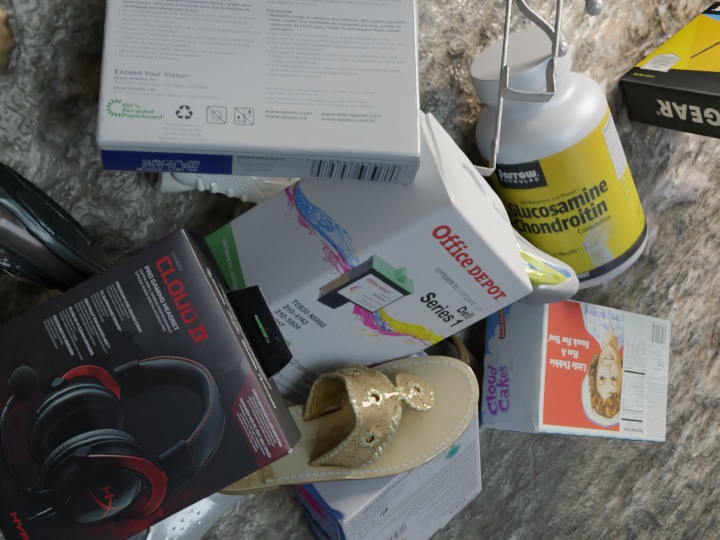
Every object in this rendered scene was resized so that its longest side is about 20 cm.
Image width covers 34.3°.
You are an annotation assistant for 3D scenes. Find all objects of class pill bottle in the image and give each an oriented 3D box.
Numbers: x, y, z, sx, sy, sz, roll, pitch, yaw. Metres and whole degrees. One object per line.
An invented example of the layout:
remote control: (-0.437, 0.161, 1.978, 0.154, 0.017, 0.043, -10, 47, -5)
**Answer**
pill bottle: (0.161, -0.092, 0.967, 0.112, 0.111, 0.202, -39, 121, -21)

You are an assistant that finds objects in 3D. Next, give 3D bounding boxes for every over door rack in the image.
over door rack: (0.131, -0.171, 0.808, 0.066, 0.148, 0.203, 21, 72, -4)

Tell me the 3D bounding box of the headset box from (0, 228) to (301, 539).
headset box: (-0.138, 0.076, 0.715, 0.198, 0.075, 0.150, -27, 89, 1)

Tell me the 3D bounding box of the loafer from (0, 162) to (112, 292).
loafer: (-0.240, -0.036, 0.724, 0.063, 0.072, 0.200, -42, 128, 6)

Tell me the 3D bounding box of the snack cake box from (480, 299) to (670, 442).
snack cake box: (0.196, 0.090, 1.042, 0.198, 0.067, 0.117, 12, 81, -43)

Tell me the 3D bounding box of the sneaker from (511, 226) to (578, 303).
sneaker: (0.089, -0.042, 0.924, 0.197, 0.076, 0.107, 16, 76, -16)

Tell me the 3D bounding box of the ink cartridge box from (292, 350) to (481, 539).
ink cartridge box: (0.024, 0.168, 0.917, 0.136, 0.076, 0.201, -38, 149, -16)

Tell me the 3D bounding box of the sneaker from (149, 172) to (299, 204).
sneaker: (-0.098, -0.081, 0.814, 0.100, 0.078, 0.200, -48, 116, -8)

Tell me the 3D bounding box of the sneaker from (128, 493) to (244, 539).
sneaker: (-0.128, 0.162, 0.857, 0.198, 0.074, 0.081, -25, 126, -23)

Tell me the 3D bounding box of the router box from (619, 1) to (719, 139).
router box: (0.354, -0.175, 1.032, 0.149, 0.199, 0.052, -39, 123, -22)

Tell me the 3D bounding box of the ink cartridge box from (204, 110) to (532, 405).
ink cartridge box: (0.000, 0.000, 0.809, 0.198, 0.085, 0.145, -29, 145, 16)

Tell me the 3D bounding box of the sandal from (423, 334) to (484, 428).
sandal: (0.057, 0.072, 0.970, 0.080, 0.054, 0.201, -46, 124, -17)

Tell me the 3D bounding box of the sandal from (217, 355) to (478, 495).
sandal: (-0.014, 0.104, 0.791, 0.208, 0.070, 0.079, -14, 72, -5)

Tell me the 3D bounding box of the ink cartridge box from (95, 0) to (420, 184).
ink cartridge box: (-0.061, -0.155, 0.734, 0.196, 0.041, 0.203, 3, 69, -7)
